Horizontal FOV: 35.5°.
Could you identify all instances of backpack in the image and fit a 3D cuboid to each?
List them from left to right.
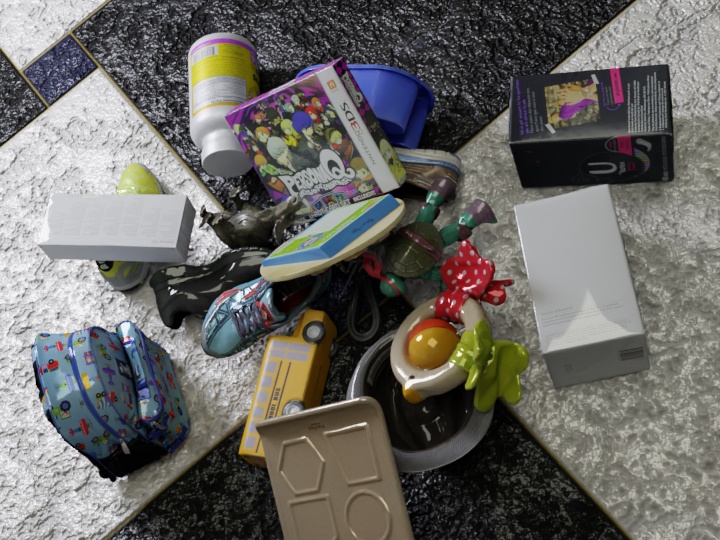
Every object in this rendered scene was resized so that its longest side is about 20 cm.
[{"bbox_3d":[-0.323,0.149,1.428,0.134,0.200,0.183,-24,59,5],"label":"backpack"}]

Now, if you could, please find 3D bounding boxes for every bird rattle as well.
[{"bbox_3d":[0.103,0.069,1.301,0.163,0.113,0.200,-29,50,17],"label":"bird rattle"}]

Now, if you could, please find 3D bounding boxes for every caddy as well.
[{"bbox_3d":[0.000,-0.224,1.545,0.200,0.141,0.105,4,67,18],"label":"caddy"}]

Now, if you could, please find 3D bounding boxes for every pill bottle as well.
[{"bbox_3d":[-0.196,-0.238,1.634,0.104,0.104,0.200,-12,62,12],"label":"pill bottle"}]

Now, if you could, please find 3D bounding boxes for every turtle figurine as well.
[{"bbox_3d":[0.075,-0.021,1.433,0.150,0.101,0.200,40,77,4],"label":"turtle figurine"}]

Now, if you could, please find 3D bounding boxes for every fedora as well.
[{"bbox_3d":[0.078,0.166,1.359,0.177,0.090,0.200,-26,54,2],"label":"fedora"}]

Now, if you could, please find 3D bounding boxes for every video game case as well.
[{"bbox_3d":[-0.060,-0.164,1.485,0.200,0.181,0.036,-17,21,37],"label":"video game case"}]

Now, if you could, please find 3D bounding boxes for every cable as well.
[{"bbox_3d":[0.000,0.000,1.503,0.097,0.050,0.200,-23,72,2],"label":"cable"}]

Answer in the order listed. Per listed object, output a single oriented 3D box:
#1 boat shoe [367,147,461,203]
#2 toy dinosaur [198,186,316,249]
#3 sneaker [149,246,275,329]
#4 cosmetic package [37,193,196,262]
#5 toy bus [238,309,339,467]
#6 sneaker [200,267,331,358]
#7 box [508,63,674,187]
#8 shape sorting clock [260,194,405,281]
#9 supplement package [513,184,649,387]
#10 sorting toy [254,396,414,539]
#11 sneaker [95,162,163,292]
[{"bbox_3d":[0.034,-0.125,1.526,0.200,0.072,0.072,2,67,18],"label":"boat shoe"},{"bbox_3d":[-0.164,-0.055,1.538,0.200,0.102,0.077,-21,38,45],"label":"toy dinosaur"},{"bbox_3d":[-0.186,0.026,1.529,0.200,0.076,0.091,-17,72,14],"label":"sneaker"},{"bbox_3d":[-0.330,-0.057,1.531,0.200,0.051,0.083,2,62,12],"label":"cosmetic package"},{"bbox_3d":[-0.088,0.150,1.433,0.078,0.065,0.200,5,67,21],"label":"toy bus"},{"bbox_3d":[-0.128,0.044,1.451,0.200,0.096,0.079,-38,98,3],"label":"sneaker"},{"bbox_3d":[0.298,-0.182,1.443,0.200,0.122,0.106,-2,65,17],"label":"box"},{"bbox_3d":[-0.034,-0.038,1.411,0.200,0.200,0.039,-28,103,3],"label":"shape sorting clock"},{"bbox_3d":[0.266,0.019,1.355,0.120,0.121,0.200,-13,62,11],"label":"supplement package"},{"bbox_3d":[-0.025,0.254,1.309,0.185,0.036,0.200,-18,88,35],"label":"sorting toy"},{"bbox_3d":[-0.331,-0.072,1.611,0.075,0.076,0.200,-8,62,16],"label":"sneaker"}]
